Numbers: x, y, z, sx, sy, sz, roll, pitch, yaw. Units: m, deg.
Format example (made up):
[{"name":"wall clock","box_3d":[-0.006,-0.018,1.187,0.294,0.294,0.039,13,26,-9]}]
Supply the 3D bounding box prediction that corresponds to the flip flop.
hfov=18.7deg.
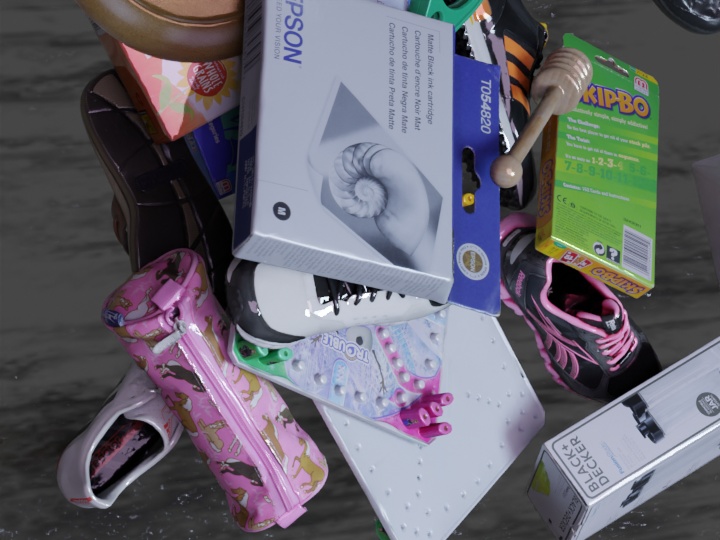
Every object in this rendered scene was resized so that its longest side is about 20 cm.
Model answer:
[{"name":"flip flop","box_3d":[-0.148,-0.046,1.550,0.081,0.058,0.200,-20,83,-27]}]

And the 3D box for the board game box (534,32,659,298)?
[{"name":"board game box","box_3d":[0.180,-0.082,1.637,0.095,0.030,0.200,25,53,-23]}]

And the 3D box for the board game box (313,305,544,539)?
[{"name":"board game box","box_3d":[0.037,0.082,1.596,0.200,0.026,0.200,-43,111,-43]}]

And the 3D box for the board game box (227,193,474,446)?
[{"name":"board game box","box_3d":[0.000,0.000,1.531,0.200,0.026,0.201,26,60,-39]}]

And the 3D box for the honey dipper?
[{"name":"honey dipper","box_3d":[0.124,-0.105,1.540,0.038,0.200,0.038,9,120,17]}]

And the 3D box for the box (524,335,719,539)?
[{"name":"box","box_3d":[0.228,0.126,1.669,0.200,0.117,0.060,-30,71,-14]}]

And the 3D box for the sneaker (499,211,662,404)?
[{"name":"sneaker","box_3d":[0.174,0.041,1.653,0.200,0.095,0.079,45,77,-29]}]

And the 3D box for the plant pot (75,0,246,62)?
[{"name":"plant pot","box_3d":[-0.111,-0.241,1.461,0.199,0.027,0.201,0,89,-17]}]

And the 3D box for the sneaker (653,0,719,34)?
[{"name":"sneaker","box_3d":[0.242,-0.265,1.648,0.060,0.104,0.200,-35,106,-14]}]

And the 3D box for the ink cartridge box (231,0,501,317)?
[{"name":"ink cartridge box","box_3d":[0.016,-0.083,1.438,0.199,0.041,0.200,13,63,-24]}]

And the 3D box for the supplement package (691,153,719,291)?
[{"name":"supplement package","box_3d":[0.381,-0.004,1.679,0.147,0.191,0.201,-19,102,-18]}]

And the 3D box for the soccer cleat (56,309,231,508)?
[{"name":"soccer cleat","box_3d":[-0.141,0.088,1.551,0.069,0.085,0.200,43,81,-18]}]

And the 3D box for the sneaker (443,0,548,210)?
[{"name":"sneaker","box_3d":[0.112,-0.147,1.631,0.090,0.070,0.201,-26,106,-25]}]

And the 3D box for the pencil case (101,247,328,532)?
[{"name":"pencil case","box_3d":[-0.097,0.083,1.491,0.200,0.083,0.087,60,35,-24]}]

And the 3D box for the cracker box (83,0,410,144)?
[{"name":"cracker box","box_3d":[-0.084,-0.193,1.513,0.200,0.058,0.134,-30,99,-15]}]

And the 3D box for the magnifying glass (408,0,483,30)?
[{"name":"magnifying glass","box_3d":[0.044,-0.167,1.533,0.200,0.022,0.080,-63,150,-9]}]

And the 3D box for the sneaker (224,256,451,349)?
[{"name":"sneaker","box_3d":[-0.006,0.005,1.449,0.200,0.080,0.074,-10,88,-45]}]

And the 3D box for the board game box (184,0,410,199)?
[{"name":"board game box","box_3d":[-0.047,-0.159,1.583,0.200,0.045,0.152,-25,101,-17]}]
